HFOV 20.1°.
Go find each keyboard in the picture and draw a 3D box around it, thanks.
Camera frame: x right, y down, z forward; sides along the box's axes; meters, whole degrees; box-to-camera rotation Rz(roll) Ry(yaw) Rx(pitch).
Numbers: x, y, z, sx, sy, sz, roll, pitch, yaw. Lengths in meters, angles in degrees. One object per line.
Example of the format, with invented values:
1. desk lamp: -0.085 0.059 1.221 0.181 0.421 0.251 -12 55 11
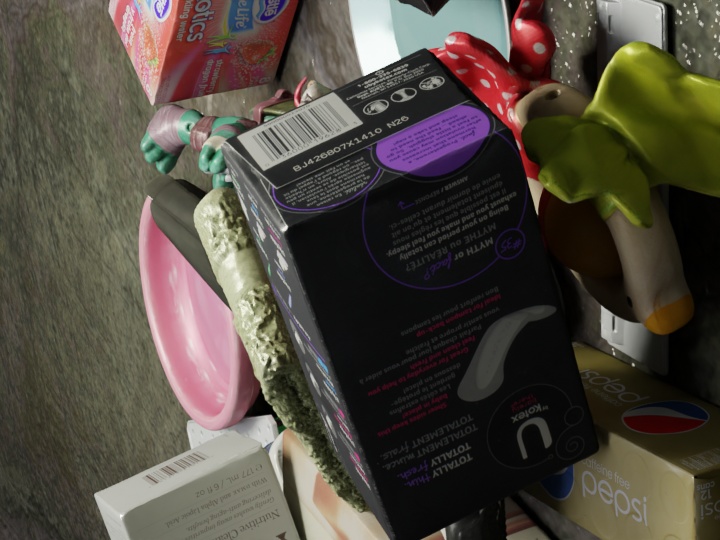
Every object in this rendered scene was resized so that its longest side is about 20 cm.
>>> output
1. keyboard: 0.144 -0.046 1.066 0.056 0.011 0.202 27 126 54

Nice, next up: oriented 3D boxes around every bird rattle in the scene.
1. bird rattle: 0.106 -0.048 1.029 0.200 0.112 0.164 26 142 57

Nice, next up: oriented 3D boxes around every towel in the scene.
1. towel: -0.038 0.052 1.205 0.200 0.036 0.149 60 -174 -55

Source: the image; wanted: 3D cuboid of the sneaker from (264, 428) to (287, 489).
1. sneaker: -0.026 0.219 1.495 0.147 0.080 0.201 120 130 -65

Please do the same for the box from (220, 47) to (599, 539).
1. box: 0.026 0.014 1.008 0.106 0.122 0.201 -128 16 -57

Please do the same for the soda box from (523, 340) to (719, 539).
1. soda box: 0.144 0.100 1.071 0.200 0.064 0.068 28 127 60

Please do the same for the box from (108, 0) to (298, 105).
1. box: -0.099 -0.218 1.399 0.095 0.102 0.201 63 151 27

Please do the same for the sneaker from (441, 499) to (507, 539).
1. sneaker: 0.036 0.100 1.143 0.200 0.079 0.074 -106 11 -63

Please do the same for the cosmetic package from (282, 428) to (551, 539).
1. cosmetic package: 0.035 0.172 1.299 0.200 0.103 0.088 43 141 50

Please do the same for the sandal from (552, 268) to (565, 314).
1. sandal: 0.057 -0.006 1.225 0.200 0.048 0.076 43 140 51

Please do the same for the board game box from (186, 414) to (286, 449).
1. board game box: -0.078 0.216 1.661 0.200 0.026 0.202 -12 90 66

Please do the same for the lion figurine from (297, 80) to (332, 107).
1. lion figurine: 0.019 -0.074 1.179 0.199 0.122 0.073 -3 116 49

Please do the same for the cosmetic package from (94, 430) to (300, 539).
1. cosmetic package: -0.088 0.223 1.360 0.201 0.112 0.081 68 163 -11

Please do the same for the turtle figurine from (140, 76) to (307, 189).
1. turtle figurine: -0.056 -0.071 1.388 0.199 0.101 0.150 16 158 51

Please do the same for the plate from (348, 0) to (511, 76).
1. plate: 0.046 -0.152 1.205 0.200 0.025 0.202 43 140 51

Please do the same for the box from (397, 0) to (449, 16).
1. box: -0.044 -0.247 1.134 0.198 0.050 0.200 29 161 52

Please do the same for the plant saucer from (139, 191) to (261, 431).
1. plant saucer: -0.119 0.025 1.626 0.200 0.050 0.202 43 139 53

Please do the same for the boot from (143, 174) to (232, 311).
1. boot: -0.060 0.019 1.383 0.138 0.077 0.201 33 158 44
